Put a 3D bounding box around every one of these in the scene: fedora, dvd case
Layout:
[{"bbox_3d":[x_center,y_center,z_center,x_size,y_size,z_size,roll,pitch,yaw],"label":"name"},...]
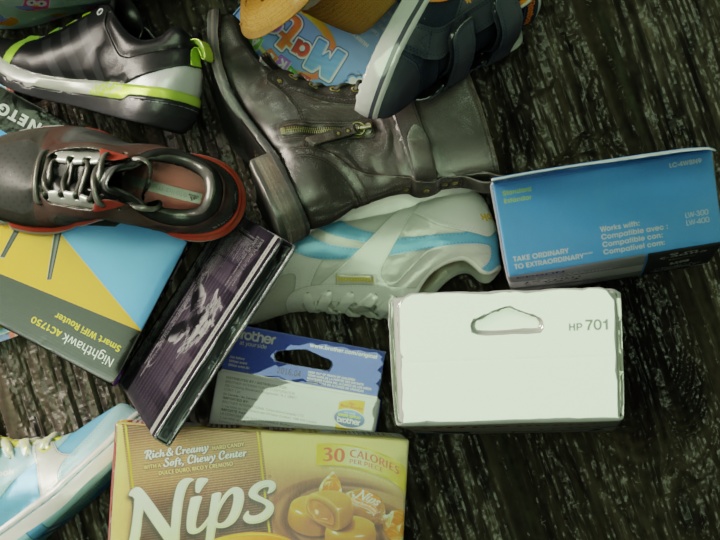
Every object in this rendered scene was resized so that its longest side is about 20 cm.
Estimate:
[{"bbox_3d":[-0.003,-0.221,1.329,0.082,0.200,0.201,33,89,-20],"label":"fedora"},{"bbox_3d":[-0.107,0.033,1.331,0.016,0.200,0.149,33,89,-15],"label":"dvd case"}]

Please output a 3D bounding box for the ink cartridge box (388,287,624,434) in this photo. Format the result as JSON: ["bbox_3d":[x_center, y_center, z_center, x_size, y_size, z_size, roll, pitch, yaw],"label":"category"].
[{"bbox_3d":[0.098,0.063,1.302,0.145,0.200,0.087,-2,85,6],"label":"ink cartridge box"}]

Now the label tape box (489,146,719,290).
[{"bbox_3d":[0.161,-0.031,1.304,0.142,0.200,0.067,-9,86,5],"label":"label tape box"}]

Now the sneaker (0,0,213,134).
[{"bbox_3d":[-0.179,-0.152,1.389,0.199,0.072,0.084,16,93,32],"label":"sneaker"}]

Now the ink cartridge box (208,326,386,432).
[{"bbox_3d":[-0.053,0.146,1.391,0.118,0.042,0.202,9,89,5],"label":"ink cartridge box"}]

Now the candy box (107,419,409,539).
[{"bbox_3d":[-0.069,0.164,1.336,0.198,0.055,0.117,3,88,-3],"label":"candy box"}]

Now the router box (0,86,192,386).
[{"bbox_3d":[-0.226,-0.029,1.401,0.199,0.051,0.150,27,83,0],"label":"router box"}]

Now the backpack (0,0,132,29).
[{"bbox_3d":[-0.221,-0.268,1.387,0.198,0.153,0.177,-16,80,9],"label":"backpack"}]

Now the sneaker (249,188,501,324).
[{"bbox_3d":[0.000,0.000,1.377,0.199,0.077,0.081,-21,74,3],"label":"sneaker"}]

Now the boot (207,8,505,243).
[{"bbox_3d":[-0.005,-0.115,1.364,0.173,0.069,0.201,-21,70,-8],"label":"boot"}]

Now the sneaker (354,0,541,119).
[{"bbox_3d":[0.071,-0.171,1.324,0.079,0.079,0.201,30,64,6],"label":"sneaker"}]

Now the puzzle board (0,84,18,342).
[{"bbox_3d":[-0.301,-0.040,1.444,0.150,0.017,0.202,-19,83,4],"label":"puzzle board"}]

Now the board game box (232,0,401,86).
[{"bbox_3d":[0.019,-0.196,1.415,0.151,0.037,0.200,40,89,8],"label":"board game box"}]

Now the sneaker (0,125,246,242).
[{"bbox_3d":[-0.178,-0.065,1.335,0.198,0.082,0.078,3,84,3],"label":"sneaker"}]

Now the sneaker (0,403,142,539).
[{"bbox_3d":[-0.253,0.130,1.394,0.200,0.080,0.131,-39,84,1],"label":"sneaker"}]
